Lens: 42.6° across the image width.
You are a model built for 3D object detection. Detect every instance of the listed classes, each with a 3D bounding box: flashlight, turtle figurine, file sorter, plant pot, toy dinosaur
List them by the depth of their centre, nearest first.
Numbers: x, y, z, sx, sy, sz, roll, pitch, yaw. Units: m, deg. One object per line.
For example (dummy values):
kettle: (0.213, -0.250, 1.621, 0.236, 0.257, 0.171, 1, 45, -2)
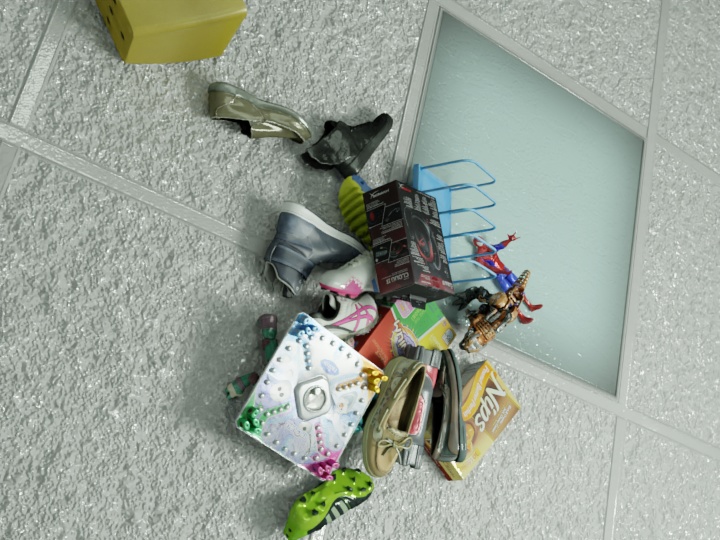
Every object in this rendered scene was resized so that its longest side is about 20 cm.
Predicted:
plant pot: (-0.317, -0.439, 1.468, 0.174, 0.199, 0.203, -26, 92, -23)
turtle figurine: (-0.131, 0.177, 1.489, 0.148, 0.100, 0.204, 21, 62, -27)
flashlight: (0.090, 0.232, 1.586, 0.066, 0.068, 0.204, 11, 79, 15)
file sorter: (0.178, -0.088, 1.707, 0.138, 0.121, 0.204, 26, 62, -55)
toy dinosaur: (0.252, 0.079, 1.723, 0.197, 0.135, 0.104, -23, 100, -24)

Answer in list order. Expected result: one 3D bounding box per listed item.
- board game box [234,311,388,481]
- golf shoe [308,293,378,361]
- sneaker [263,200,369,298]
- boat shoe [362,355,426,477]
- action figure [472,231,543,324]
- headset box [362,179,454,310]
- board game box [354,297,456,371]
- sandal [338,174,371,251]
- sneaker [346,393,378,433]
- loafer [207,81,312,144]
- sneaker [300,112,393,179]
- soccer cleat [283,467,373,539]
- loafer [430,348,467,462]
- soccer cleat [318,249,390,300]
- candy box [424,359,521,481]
board game box: (-0.071, 0.202, 1.449, 0.199, 0.026, 0.202, 38, 76, -30)
golf shoe: (-0.027, 0.073, 1.554, 0.200, 0.071, 0.094, -45, 120, -60)
sneaker: (-0.078, -0.008, 1.582, 0.201, 0.076, 0.149, 29, 72, -33)
boat shoe: (0.056, 0.243, 1.523, 0.073, 0.062, 0.204, 19, 81, -43)
action figure: (0.298, 0.005, 1.808, 0.201, 0.099, 0.065, 49, 56, -10)
headset box: (0.085, -0.034, 1.575, 0.148, 0.074, 0.204, 14, 62, -57)
board game box: (0.074, 0.132, 1.646, 0.154, 0.040, 0.201, 53, 56, -23)
sandal: (0.033, -0.088, 1.675, 0.087, 0.079, 0.202, -45, 111, -38)
sneaker: (-0.034, 0.249, 1.540, 0.198, 0.079, 0.079, -25, 92, -34)
loafer: (-0.176, -0.254, 1.585, 0.197, 0.075, 0.071, 19, 80, -23)
sneaker: (-0.022, -0.244, 1.680, 0.104, 0.060, 0.201, 43, 59, -17)
soccer cleat: (-0.053, 0.380, 1.508, 0.068, 0.082, 0.198, 44, 30, 23)
loafer: (0.144, 0.233, 1.613, 0.062, 0.072, 0.204, 0, 65, -12)
soccer cleat: (0.000, 0.000, 1.568, 0.199, 0.069, 0.088, 3, 103, -56)
candy box: (0.198, 0.274, 1.697, 0.200, 0.055, 0.116, -43, 101, -33)
